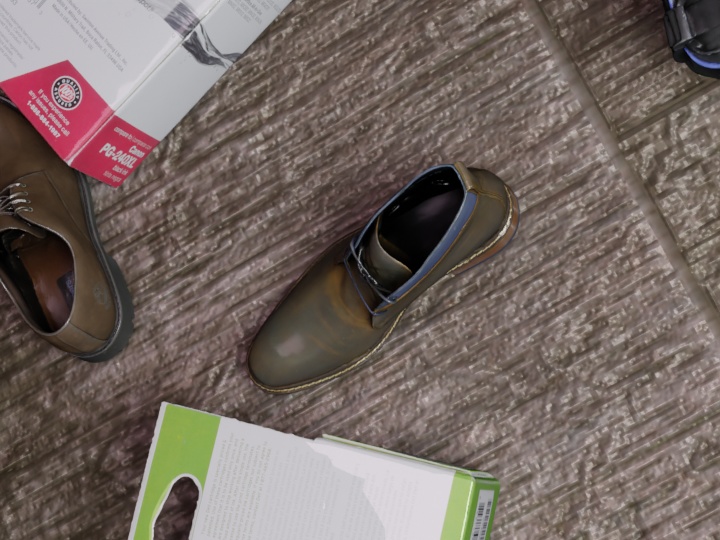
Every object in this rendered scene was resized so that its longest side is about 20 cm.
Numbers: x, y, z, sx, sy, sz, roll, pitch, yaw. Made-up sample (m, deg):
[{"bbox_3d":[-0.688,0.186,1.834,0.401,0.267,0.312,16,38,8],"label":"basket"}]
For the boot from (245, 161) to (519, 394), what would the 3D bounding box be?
[{"bbox_3d":[0.000,0.000,0.867,0.199,0.097,0.075,-38,73,7],"label":"boot"}]

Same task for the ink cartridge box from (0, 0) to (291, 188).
[{"bbox_3d":[-0.147,-0.179,0.946,0.200,0.083,0.145,-45,72,5],"label":"ink cartridge box"}]

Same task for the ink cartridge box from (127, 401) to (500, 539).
[{"bbox_3d":[-0.033,0.169,0.862,0.197,0.076,0.150,12,85,19],"label":"ink cartridge box"}]

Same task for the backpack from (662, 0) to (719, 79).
[{"bbox_3d":[0.256,-0.209,0.794,0.197,0.147,0.186,-12,92,17],"label":"backpack"}]

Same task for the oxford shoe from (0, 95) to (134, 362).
[{"bbox_3d":[-0.215,-0.038,0.944,0.072,0.084,0.201,-36,72,9],"label":"oxford shoe"}]
